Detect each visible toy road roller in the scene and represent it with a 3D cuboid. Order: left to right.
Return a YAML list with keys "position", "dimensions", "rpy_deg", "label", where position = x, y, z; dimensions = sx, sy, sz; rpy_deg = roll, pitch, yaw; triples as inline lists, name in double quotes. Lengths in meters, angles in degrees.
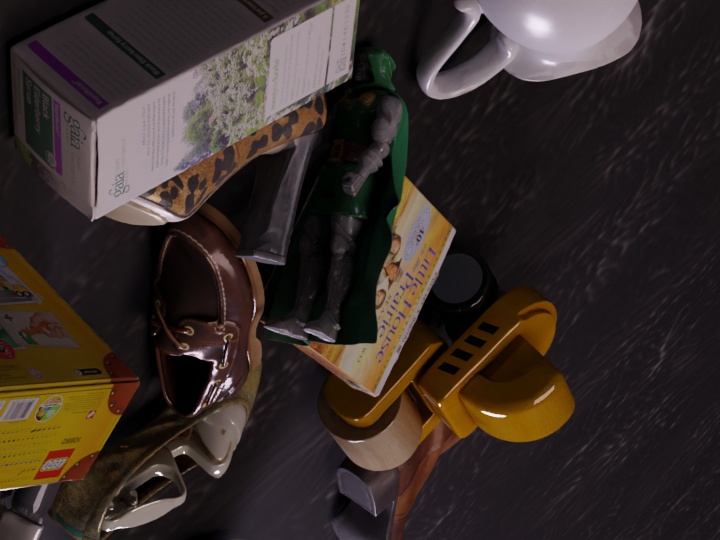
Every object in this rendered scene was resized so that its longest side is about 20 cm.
- position: [0.079, 0.094, 1.695]
  dimensions: [0.200, 0.146, 0.123]
  rpy_deg: [-45, 153, -6]
  label: "toy road roller"

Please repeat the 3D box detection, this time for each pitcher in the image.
- position: [0.110, -0.186, 1.419]
  dimensions: [0.171, 0.122, 0.200]
  rpy_deg: [-30, 163, -3]
  label: "pitcher"

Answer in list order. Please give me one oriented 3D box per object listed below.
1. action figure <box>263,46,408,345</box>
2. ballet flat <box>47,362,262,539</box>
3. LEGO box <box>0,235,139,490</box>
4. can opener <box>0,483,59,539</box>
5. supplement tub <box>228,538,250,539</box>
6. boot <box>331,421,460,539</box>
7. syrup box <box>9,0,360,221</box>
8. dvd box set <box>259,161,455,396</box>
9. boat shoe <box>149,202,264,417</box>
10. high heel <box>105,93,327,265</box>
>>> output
- position: [-0.011, -0.052, 1.399]
  dimensions: [0.055, 0.118, 0.201]
  rpy_deg: [24, 75, -40]
  label: "action figure"
- position: [-0.133, 0.133, 1.519]
  dimensions: [0.200, 0.071, 0.071]
  rpy_deg: [-32, 150, -30]
  label: "ballet flat"
- position: [-0.242, 0.047, 1.144]
  dimensions: [0.200, 0.149, 0.077]
  rpy_deg: [0, 128, -56]
  label: "LEGO box"
- position: [-0.218, 0.134, 1.339]
  dimensions: [0.201, 0.052, 0.066]
  rpy_deg: [-65, 172, 4]
  label: "can opener"
- position: [-0.116, 0.334, 1.728]
  dimensions: [0.200, 0.145, 0.145]
  rpy_deg: [-55, 153, 14]
  label: "supplement tub"
- position: [0.059, 0.157, 1.875]
  dimensions: [0.200, 0.068, 0.189]
  rpy_deg: [-43, 147, -26]
  label: "boot"
- position: [-0.099, -0.118, 1.213]
  dimensions: [0.200, 0.081, 0.079]
  rpy_deg: [-31, 147, -30]
  label: "syrup box"
- position: [0.000, 0.000, 1.536]
  dimensions: [0.147, 0.029, 0.200]
  rpy_deg: [-64, 155, -8]
  label: "dvd box set"
- position: [-0.107, 0.034, 1.418]
  dimensions: [0.070, 0.070, 0.200]
  rpy_deg: [-41, 153, -23]
  label: "boat shoe"
- position: [-0.107, -0.095, 1.292]
  dimensions: [0.200, 0.071, 0.143]
  rpy_deg: [19, 80, -42]
  label: "high heel"
